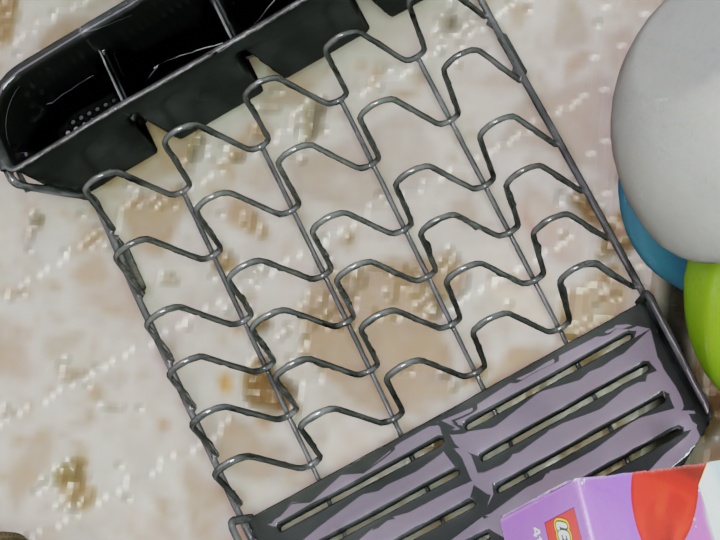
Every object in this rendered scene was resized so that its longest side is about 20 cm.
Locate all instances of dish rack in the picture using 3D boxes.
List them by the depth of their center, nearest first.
[{"bbox_3d":[0.000,0.000,0.846,0.153,0.055,0.200,-30,69,8],"label":"dish rack"}]

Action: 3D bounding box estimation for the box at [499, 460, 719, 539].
[{"bbox_3d":[0.120,0.137,0.669,0.137,0.039,0.200,-5,73,-29],"label":"box"}]

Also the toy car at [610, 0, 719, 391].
[{"bbox_3d":[0.146,-0.052,0.775,0.200,0.175,0.150,-52,33,-1],"label":"toy car"}]

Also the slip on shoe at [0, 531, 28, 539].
[{"bbox_3d":[-0.106,0.104,0.841,0.200,0.076,0.061,17,87,28],"label":"slip on shoe"}]
